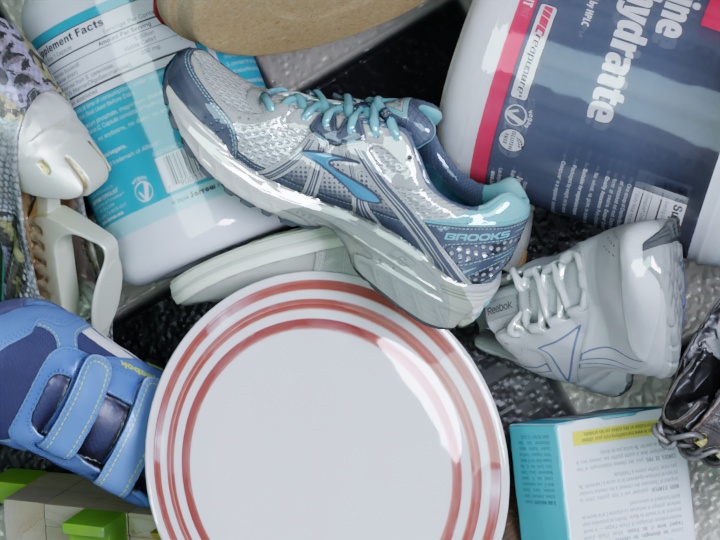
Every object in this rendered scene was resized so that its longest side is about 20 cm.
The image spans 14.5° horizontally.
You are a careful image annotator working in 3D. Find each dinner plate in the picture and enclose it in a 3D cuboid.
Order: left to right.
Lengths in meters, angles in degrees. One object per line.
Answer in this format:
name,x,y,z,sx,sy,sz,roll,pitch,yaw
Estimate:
dinner plate,-0.018,0.100,1.430,0.199,0.024,0.202,6,76,-24

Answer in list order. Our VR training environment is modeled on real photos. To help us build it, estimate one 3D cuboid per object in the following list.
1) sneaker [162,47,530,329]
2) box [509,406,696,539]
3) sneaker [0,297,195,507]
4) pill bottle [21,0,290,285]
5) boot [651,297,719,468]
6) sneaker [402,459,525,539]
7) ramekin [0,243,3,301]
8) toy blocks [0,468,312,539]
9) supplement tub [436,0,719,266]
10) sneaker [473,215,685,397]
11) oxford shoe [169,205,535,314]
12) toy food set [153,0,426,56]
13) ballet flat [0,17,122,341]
sneaker,-0.003,-0.062,1.406,0.199,0.078,0.087,33,118,-6
box,0.133,0.175,1.477,0.082,0.049,0.202,-6,90,-29
sneaker,-0.130,0.071,1.422,0.082,0.199,0.074,34,97,41
pill bottle,-0.110,-0.102,1.493,0.110,0.111,0.201,-21,88,7
boot,0.203,0.102,1.426,0.069,0.174,0.201,18,84,48
sneaker,0.006,0.106,1.513,0.199,0.073,0.085,36,128,-2
ramekin,-0.269,-0.006,1.521,0.198,0.098,0.202,0,90,8
toy blocks,-0.109,0.186,1.507,0.199,0.100,0.138,4,105,23
supplement tub,0.149,-0.085,1.444,0.199,0.140,0.141,19,93,7
sneaker,0.110,0.022,1.416,0.086,0.200,0.075,5,73,-9
oxford shoe,0.000,0.000,1.483,0.198,0.075,0.058,-11,90,-12
toy food set,-0.015,-0.165,1.387,0.198,0.199,0.049,-41,66,48
ballet flat,-0.156,-0.033,1.448,0.071,0.072,0.202,-3,115,7
